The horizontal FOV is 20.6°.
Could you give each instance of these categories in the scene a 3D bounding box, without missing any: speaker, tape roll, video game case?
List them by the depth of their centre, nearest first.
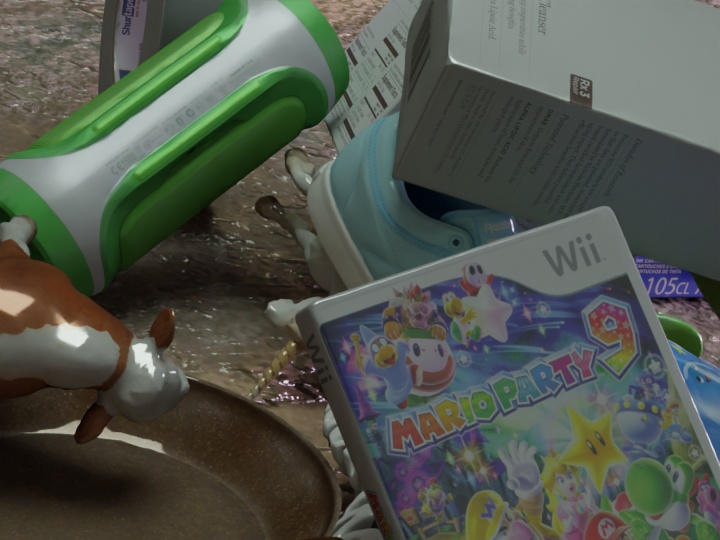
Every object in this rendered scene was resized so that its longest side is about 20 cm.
[{"bbox_3d":[0.073,0.087,0.717,0.143,0.200,0.018,-18,-8,-32],"label":"video game case"},{"bbox_3d":[-0.101,-0.067,1.030,0.200,0.089,0.088,-39,47,-23],"label":"speaker"},{"bbox_3d":[-0.107,-0.148,1.186,0.066,0.201,0.200,5,22,-17],"label":"tape roll"}]

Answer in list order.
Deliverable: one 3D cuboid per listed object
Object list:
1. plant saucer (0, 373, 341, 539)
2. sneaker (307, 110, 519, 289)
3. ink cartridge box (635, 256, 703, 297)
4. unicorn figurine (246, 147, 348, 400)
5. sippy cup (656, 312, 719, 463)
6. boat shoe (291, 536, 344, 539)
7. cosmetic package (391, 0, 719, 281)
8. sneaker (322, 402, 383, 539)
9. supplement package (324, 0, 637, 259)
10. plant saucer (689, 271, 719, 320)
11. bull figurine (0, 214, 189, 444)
[{"bbox_3d":[-0.108,0.091,0.806,0.200,0.037,0.200,11,22,-4],"label":"plant saucer"},{"bbox_3d":[0.049,0.011,0.941,0.074,0.082,0.200,-20,69,-47],"label":"sneaker"},{"bbox_3d":[0.190,-0.042,1.257,0.136,0.077,0.200,1,22,-27],"label":"ink cartridge box"},{"bbox_3d":[0.000,0.000,1.039,0.200,0.074,0.137,2,33,-39],"label":"unicorn figurine"},{"bbox_3d":[0.126,0.092,0.826,0.130,0.178,0.140,20,-17,-10],"label":"sippy cup"},{"bbox_3d":[-0.068,0.146,0.654,0.070,0.070,0.200,-13,5,40],"label":"boat shoe"},{"bbox_3d":[0.122,-0.076,0.937,0.200,0.081,0.113,15,46,-10],"label":"cosmetic package"},{"bbox_3d":[0.034,0.076,0.812,0.075,0.081,0.200,36,14,-15],"label":"sneaker"},{"bbox_3d":[0.072,-0.073,1.110,0.156,0.111,0.200,41,9,-15],"label":"supplement package"},{"bbox_3d":[0.246,0.006,1.023,0.200,0.031,0.200,27,36,-22],"label":"plant saucer"},{"bbox_3d":[-0.169,0.021,0.815,0.200,0.065,0.121,5,18,-26],"label":"bull figurine"}]
